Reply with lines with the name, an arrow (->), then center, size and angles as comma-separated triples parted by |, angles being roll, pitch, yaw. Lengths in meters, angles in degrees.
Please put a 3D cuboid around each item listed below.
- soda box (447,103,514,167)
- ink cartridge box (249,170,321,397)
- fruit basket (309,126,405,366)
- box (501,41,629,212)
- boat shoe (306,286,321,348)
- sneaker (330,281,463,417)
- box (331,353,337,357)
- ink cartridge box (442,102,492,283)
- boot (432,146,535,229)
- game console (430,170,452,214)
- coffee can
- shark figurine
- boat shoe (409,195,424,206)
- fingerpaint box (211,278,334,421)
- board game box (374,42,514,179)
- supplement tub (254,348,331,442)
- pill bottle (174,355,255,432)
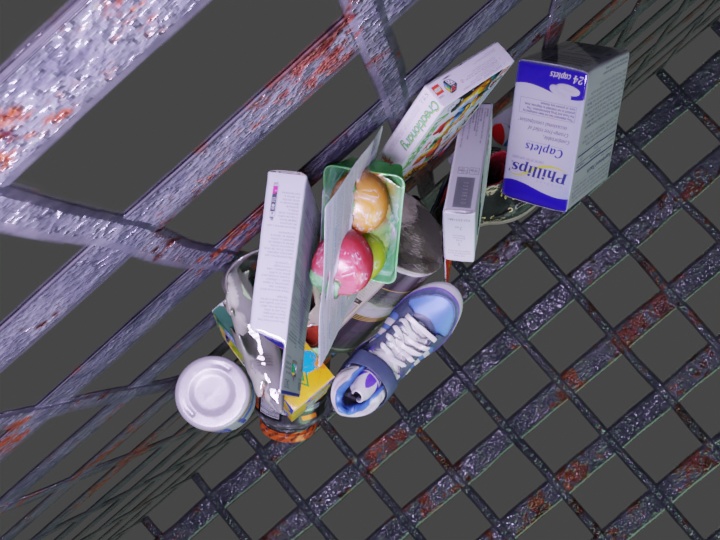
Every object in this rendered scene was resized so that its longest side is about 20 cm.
soda box -> 0.238, -0.220, 1.484 | 0.200, 0.064, 0.068 | -36, 171, -30
ink cartridge box -> -0.074, 0.022, 0.889 | 0.196, 0.043, 0.200 | 84, 14, -81
fruit basket -> -0.016, -0.031, 0.931 | 0.200, 0.094, 0.185 | -54, 153, -53
box -> 0.294, -0.211, 1.292 | 0.184, 0.105, 0.200 | -32, 132, -51
boat shoe -> -0.068, 0.032, 1.134 | 0.200, 0.071, 0.063 | 91, 24, -44
sneaker -> 0.042, 0.110, 1.131 | 0.200, 0.081, 0.146 | -41, -172, 29
box -> -0.006, 0.036, 1.545 | 0.200, 0.038, 0.137 | -43, -144, 17
ink cartridge box -> 0.141, -0.090, 1.181 | 0.174, 0.043, 0.200 | 81, 18, -50
boot -> 0.212, -0.131, 1.390 | 0.200, 0.073, 0.151 | -17, 158, -12
game console -> 0.125, -0.082, 1.550 | 0.177, 0.031, 0.200 | -64, 178, 1
coffee can -> 0.000, 0.000, 1.224 | 0.146, 0.146, 0.200 | -33, 169, -50
shark figurine -> -0.113, 0.044, 1.050 | 0.089, 0.128, 0.215 | -19, 124, -14
boat shoe -> 0.082, -0.080, 1.479 | 0.073, 0.075, 0.200 | -41, 174, 8
fingerpaint box -> -0.119, 0.115, 1.222 | 0.073, 0.167, 0.200 | -39, 174, -12
board game box -> 0.087, -0.174, 1.062 | 0.126, 0.035, 0.200 | -36, 172, -31
supplement tub -> -0.112, 0.173, 1.478 | 0.122, 0.122, 0.200 | -32, 135, -52
pill bottle -> -0.222, 0.197, 1.412 | 0.112, 0.112, 0.200 | -40, 174, -10
